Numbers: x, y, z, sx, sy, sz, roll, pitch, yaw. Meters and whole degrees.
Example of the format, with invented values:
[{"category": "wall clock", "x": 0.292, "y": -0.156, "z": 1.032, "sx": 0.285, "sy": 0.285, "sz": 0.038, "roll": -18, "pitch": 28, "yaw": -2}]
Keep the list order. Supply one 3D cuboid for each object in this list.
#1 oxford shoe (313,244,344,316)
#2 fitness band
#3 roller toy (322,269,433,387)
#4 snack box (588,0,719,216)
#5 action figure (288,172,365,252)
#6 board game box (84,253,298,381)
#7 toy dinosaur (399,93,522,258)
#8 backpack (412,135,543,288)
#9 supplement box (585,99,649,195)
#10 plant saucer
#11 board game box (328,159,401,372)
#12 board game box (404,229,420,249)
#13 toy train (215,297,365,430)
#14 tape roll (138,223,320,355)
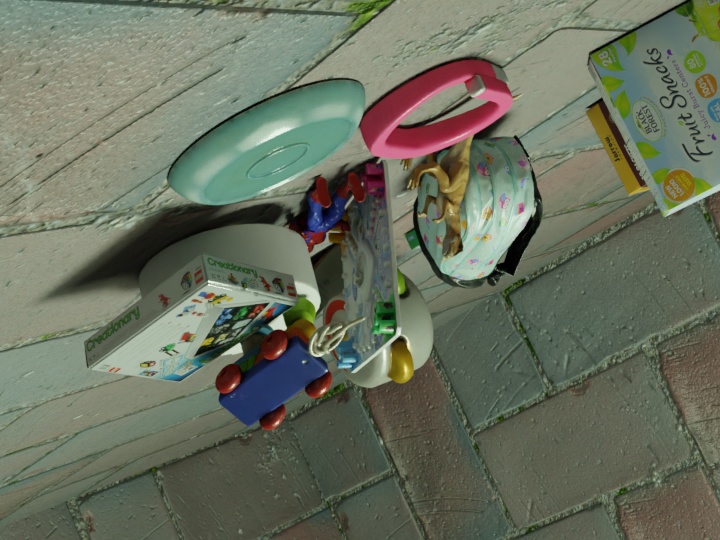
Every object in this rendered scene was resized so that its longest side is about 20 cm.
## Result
[{"category": "oxford shoe", "x": -0.039, "y": -0.003, "z": 1.725, "sx": 0.199, "sy": 0.071, "sz": 0.072, "roll": -36, "pitch": -157, "yaw": 18}, {"category": "fitness band", "x": 0.080, "y": -0.159, "z": 1.209, "sx": 0.142, "sy": 0.038, "sz": 0.199, "roll": -30, "pitch": 169, "yaw": 23}, {"category": "roller toy", "x": 0.025, "y": 0.103, "z": 2.041, "sx": 0.138, "sy": 0.203, "sz": 0.182, "roll": -19, "pitch": 175, "yaw": -31}, {"category": "snack box", "x": 0.377, "y": -0.190, "z": 1.352, "sx": 0.167, "sy": 0.203, "sz": 0.068, "roll": -26, "pitch": 171, "yaw": 7}, {"category": "action figure", "x": -0.046, "y": -0.058, "z": 1.384, "sx": 0.064, "sy": 0.053, "sz": 0.200, "roll": -15, "pitch": 171, "yaw": -17}, {"category": "board game box", "x": -0.176, "y": 0.054, "z": 1.223, "sx": 0.199, "sy": 0.035, "sz": 0.125, "roll": -33, "pitch": 150, "yaw": 32}, {"category": "toy dinosaur", "x": 0.105, "y": -0.119, "z": 1.368, "sx": 0.104, "sy": 0.204, "sz": 0.060, "roll": 10, "pitch": -169, "yaw": -21}, {"category": "backpack", "x": 0.142, "y": -0.079, "z": 1.485, "sx": 0.125, "sy": 0.169, "sz": 0.200, "roll": -16, "pitch": 161, "yaw": -25}, {"category": "supplement box", "x": 0.457, "y": -0.218, "z": 1.634, "sx": 0.199, "sy": 0.134, "sz": 0.196, "roll": -33, "pitch": 169, "yaw": 36}, {"category": "plant saucer", "x": -0.079, "y": -0.109, "z": 1.076, "sx": 0.198, "sy": 0.028, "sz": 0.200, "roll": -26, "pitch": 170, "yaw": -5}, {"category": "board game box", "x": 0.000, "y": 0.000, "z": 1.391, "sx": 0.025, "sy": 0.204, "sz": 0.200, "roll": 1, "pitch": 163, "yaw": -16}, {"category": "board game box", "x": 0.174, "y": -0.086, "z": 1.920, "sx": 0.134, "sy": 0.029, "sz": 0.199, "roll": -31, "pitch": 170, "yaw": 33}, {"category": "toy train", "x": -0.063, "y": 0.071, "z": 1.268, "sx": 0.199, "sy": 0.085, "sz": 0.117, "roll": -37, "pitch": -153, "yaw": 24}, {"category": "tape roll", "x": -0.147, "y": 0.027, "z": 1.335, "sx": 0.199, "sy": 0.072, "sz": 0.203, "roll": -14, "pitch": 157, "yaw": -6}]
